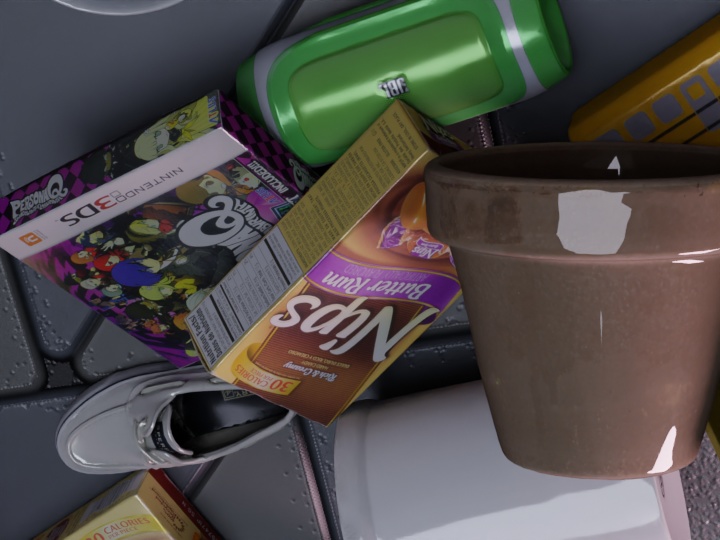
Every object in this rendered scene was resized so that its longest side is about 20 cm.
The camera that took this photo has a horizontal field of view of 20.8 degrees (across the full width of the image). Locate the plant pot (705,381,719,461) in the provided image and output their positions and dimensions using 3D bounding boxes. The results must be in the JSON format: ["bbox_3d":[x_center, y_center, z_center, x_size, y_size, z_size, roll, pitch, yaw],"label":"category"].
[{"bbox_3d":[0.320,0.041,1.171,0.176,0.200,0.200,27,120,-37],"label":"plant pot"}]

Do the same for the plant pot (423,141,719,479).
[{"bbox_3d":[0.136,0.022,1.113,0.200,0.200,0.175,1,99,10],"label":"plant pot"}]

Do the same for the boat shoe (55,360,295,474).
[{"bbox_3d":[-0.127,0.106,1.361,0.199,0.066,0.072,-13,110,16],"label":"boat shoe"}]

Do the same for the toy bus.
[{"bbox_3d":[0.199,-0.093,1.215,0.200,0.065,0.078,-34,102,22],"label":"toy bus"}]

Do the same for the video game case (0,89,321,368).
[{"bbox_3d":[-0.104,-0.020,1.257,0.181,0.036,0.200,-23,142,23],"label":"video game case"}]

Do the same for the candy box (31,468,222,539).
[{"bbox_3d":[-0.194,0.239,1.435,0.200,0.055,0.116,-33,103,22],"label":"candy box"}]

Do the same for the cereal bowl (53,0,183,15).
[{"bbox_3d":[-0.144,-0.262,1.201,0.199,0.083,0.201,4,113,9],"label":"cereal bowl"}]

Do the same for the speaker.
[{"bbox_3d":[0.027,-0.126,1.224,0.200,0.088,0.089,-17,108,17],"label":"speaker"}]

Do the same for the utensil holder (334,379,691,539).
[{"bbox_3d":[0.103,0.149,1.281,0.199,0.170,0.170,-13,109,13],"label":"utensil holder"}]

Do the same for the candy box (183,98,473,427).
[{"bbox_3d":[0.000,0.000,1.227,0.200,0.057,0.117,-45,136,17],"label":"candy box"}]
